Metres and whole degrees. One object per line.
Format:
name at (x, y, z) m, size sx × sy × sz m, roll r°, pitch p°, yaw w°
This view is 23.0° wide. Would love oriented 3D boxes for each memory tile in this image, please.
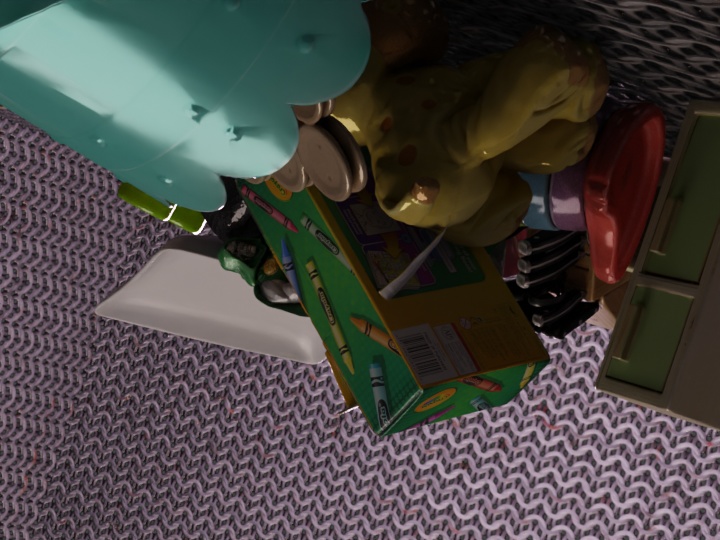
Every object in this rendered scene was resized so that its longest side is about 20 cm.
memory tile at (-0.067, -0.137, 1.026) m, size 0.017 × 0.200 × 0.153 m, roll -30°, pitch -158°, yaw -25°

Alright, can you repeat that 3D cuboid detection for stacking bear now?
stacking bear at (0.101, -0.085, 1.239) m, size 0.200 × 0.114 × 0.122 m, roll 16°, pitch 148°, yaw 23°

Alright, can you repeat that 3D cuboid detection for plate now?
plate at (-0.086, 0.019, 1.374) m, size 0.200 × 0.032 × 0.200 m, roll 14°, pitch 160°, yaw -21°

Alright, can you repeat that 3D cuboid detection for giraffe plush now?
giraffe plush at (0.033, -0.103, 1.093) m, size 0.162 × 0.200 × 0.173 m, roll 45°, pitch 163°, yaw 20°

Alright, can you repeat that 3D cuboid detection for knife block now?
knife block at (0.169, -0.035, 1.338) m, size 0.064 × 0.200 × 0.176 m, roll 17°, pitch 162°, yaw 34°

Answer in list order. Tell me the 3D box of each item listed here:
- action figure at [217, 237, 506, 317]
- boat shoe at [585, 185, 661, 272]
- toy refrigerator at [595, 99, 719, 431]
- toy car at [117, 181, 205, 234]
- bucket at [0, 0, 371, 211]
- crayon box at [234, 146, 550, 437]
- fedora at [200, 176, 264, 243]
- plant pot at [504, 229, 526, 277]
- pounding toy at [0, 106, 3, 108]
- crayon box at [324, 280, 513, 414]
action figure at (0.000, 0.000, 1.223) m, size 0.200 × 0.118 × 0.055 m, roll 4°, pitch 138°, yaw 2°
boat shoe at (0.247, -0.025, 1.323) m, size 0.201 × 0.072 × 0.066 m, roll -7°, pitch 169°, yaw -29°
toy refrigerator at (0.223, -0.005, 1.127) m, size 0.070 × 0.200 × 0.076 m, roll 20°, pitch 178°, yaw -31°
toy car at (-0.212, -0.156, 1.661) m, size 0.200 × 0.164 × 0.158 m, roll 28°, pitch 180°, yaw 17°
bucket at (-0.080, -0.135, 0.648) m, size 0.135 × 0.207 × 0.207 m, roll 25°, pitch 174°, yaw -29°
crayon box at (0.020, -0.001, 1.128) m, size 0.119 × 0.058 × 0.200 m, roll -9°, pitch -119°, yaw -43°
fedora at (-0.066, -0.077, 1.247) m, size 0.200 × 0.092 × 0.201 m, roll -19°, pitch 162°, yaw -7°
plant pot at (0.056, -0.062, 1.438) m, size 0.179 × 0.200 × 0.200 m, roll 0°, pitch 170°, yaw 24°
pounding toy at (-0.218, -0.192, 1.271) m, size 0.200 × 0.142 × 0.184 m, roll 2°, pitch -179°, yaw -10°
crayon box at (0.054, 0.057, 1.376) m, size 0.126 × 0.052 × 0.200 m, roll -25°, pitch 175°, yaw 15°
